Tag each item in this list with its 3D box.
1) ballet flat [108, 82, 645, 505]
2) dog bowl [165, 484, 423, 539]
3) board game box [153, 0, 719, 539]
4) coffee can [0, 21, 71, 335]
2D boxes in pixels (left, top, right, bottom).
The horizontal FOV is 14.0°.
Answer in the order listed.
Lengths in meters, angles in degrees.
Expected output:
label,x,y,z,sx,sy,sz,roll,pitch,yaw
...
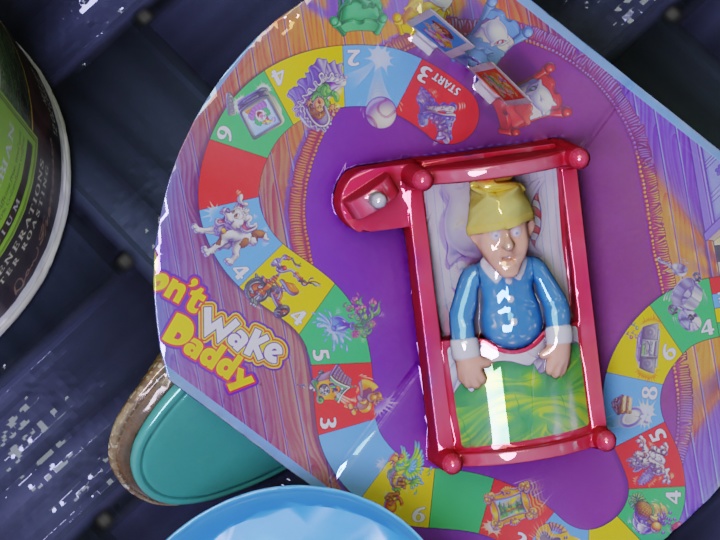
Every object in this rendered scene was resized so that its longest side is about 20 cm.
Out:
label,x,y,z,sx,sy,sz,roll,pitch,yaw
ballet flat,0.000,0.000,0.928,0.200,0.071,0.065,-33,41,-6
dog bowl,-0.002,0.164,0.859,0.111,0.050,0.201,-22,72,7
board game box,0.037,0.006,0.873,0.200,0.039,0.158,38,89,-9
coffee can,-0.183,-0.056,0.893,0.146,0.200,0.147,-3,73,9
